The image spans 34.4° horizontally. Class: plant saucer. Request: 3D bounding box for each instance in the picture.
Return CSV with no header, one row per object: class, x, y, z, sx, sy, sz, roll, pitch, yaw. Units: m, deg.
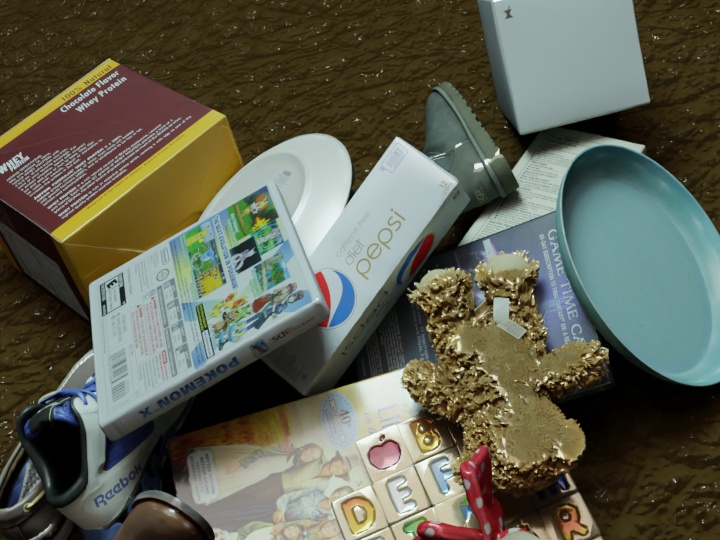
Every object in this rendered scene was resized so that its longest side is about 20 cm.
plant saucer,0.218,-0.002,0.889,0.027,0.199,0.202,-37,23,45

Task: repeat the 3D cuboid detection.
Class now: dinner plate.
dinner plate,-0.090,-0.043,1.004,0.198,0.024,0.202,-27,40,25

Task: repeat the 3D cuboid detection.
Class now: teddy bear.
teddy bear,0.099,0.071,0.829,0.143,0.067,0.201,-23,54,-14

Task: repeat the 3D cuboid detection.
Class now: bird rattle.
bird rattle,0.118,0.200,0.682,0.112,0.202,0.163,-26,3,-16

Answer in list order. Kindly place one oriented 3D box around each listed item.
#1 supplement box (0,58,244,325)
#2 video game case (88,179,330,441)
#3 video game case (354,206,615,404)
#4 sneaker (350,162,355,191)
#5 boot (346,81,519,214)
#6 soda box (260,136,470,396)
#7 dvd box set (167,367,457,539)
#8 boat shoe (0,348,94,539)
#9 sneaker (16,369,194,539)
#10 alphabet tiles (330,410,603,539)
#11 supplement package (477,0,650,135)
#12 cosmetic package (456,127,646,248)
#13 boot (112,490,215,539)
supplement box,-0.240,-0.074,1.129,0.199,0.134,0.197,28,59,38
video game case,-0.124,0.023,0.893,0.181,0.022,0.201,-30,32,2
video game case,0.085,0.050,0.899,0.198,0.019,0.145,-20,64,21
sneaker,-0.065,-0.024,1.082,0.086,0.073,0.202,-26,38,53
boot,0.024,-0.071,1.020,0.198,0.073,0.182,-33,30,7
soda box,0.000,0.000,0.906,0.063,0.068,0.201,37,92,16
dvd box set,-0.035,0.167,0.856,0.197,0.029,0.148,-16,62,2
boat shoe,-0.246,0.138,0.967,0.071,0.060,0.202,1,46,20
sneaker,-0.200,0.111,0.911,0.080,0.115,0.202,-13,51,27
alphabet tiles,0.077,0.186,0.801,0.164,0.006,0.202,-22,61,-5
supplement package,0.181,-0.206,1.072,0.119,0.122,0.200,-13,12,6
cosmetic package,0.159,-0.027,0.988,0.102,0.074,0.201,17,53,33
boot,-0.181,0.256,0.763,0.064,0.187,0.201,34,52,-2
